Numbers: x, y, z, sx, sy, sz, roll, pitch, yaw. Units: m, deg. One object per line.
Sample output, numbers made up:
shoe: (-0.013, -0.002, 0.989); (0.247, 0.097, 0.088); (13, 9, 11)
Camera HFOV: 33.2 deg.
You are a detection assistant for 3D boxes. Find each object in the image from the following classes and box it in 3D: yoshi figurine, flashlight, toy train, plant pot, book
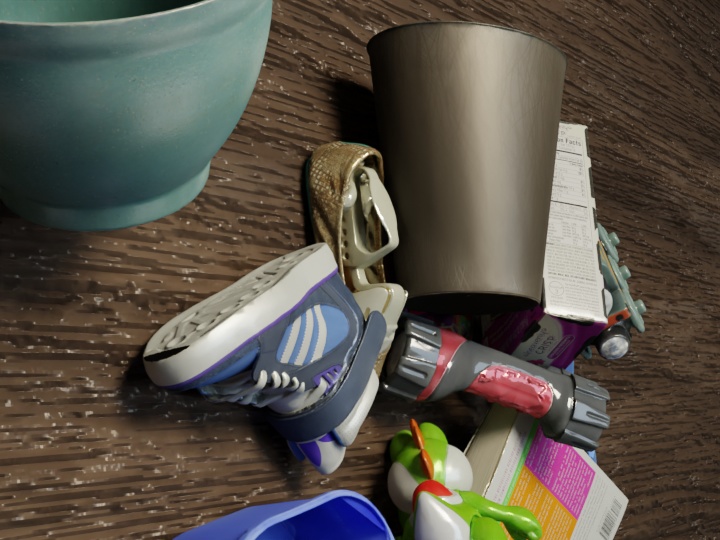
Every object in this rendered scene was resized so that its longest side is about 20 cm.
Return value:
yoshi figurine: (0.067, 0.199, 0.898); (0.111, 0.113, 0.201); (16, 25, -17)
flashlight: (0.107, 0.095, 0.966); (0.198, 0.068, 0.068); (22, 97, -19)
toy train: (0.213, -0.004, 1.181); (0.114, 0.085, 0.201); (52, 19, -35)
plant pot: (-0.140, -0.106, 0.633); (0.201, 0.198, 0.136); (-50, 149, -50)
book: (0.159, 0.209, 1.060); (0.200, 0.048, 0.134); (47, 64, -35)

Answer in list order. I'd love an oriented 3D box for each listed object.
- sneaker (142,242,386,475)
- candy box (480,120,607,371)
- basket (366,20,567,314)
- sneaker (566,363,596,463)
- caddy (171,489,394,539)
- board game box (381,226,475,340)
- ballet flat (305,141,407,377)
sneaker: (-0.049, 0.078, 0.796); (0.200, 0.080, 0.148); (-38, 111, -58)
candy box: (0.152, -0.013, 1.051); (0.060, 0.137, 0.202); (10, 56, -13)
basket: (0.086, -0.072, 0.954); (0.179, 0.135, 0.203); (7, 78, -36)
sneaker: (0.166, 0.143, 1.132); (0.077, 0.070, 0.203); (-21, 104, -36)
caddy: (-0.042, 0.216, 0.746); (0.199, 0.104, 0.143); (-9, 90, -57)
board game box: (0.067, -0.007, 1.032); (0.201, 0.039, 0.159); (55, 41, -34)
ballet flat: (0.000, 0.000, 0.907); (0.070, 0.065, 0.203); (-4, 85, -54)
